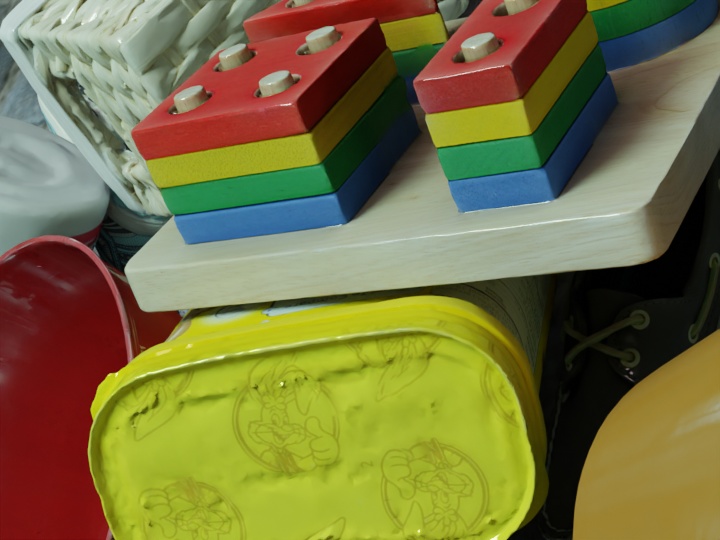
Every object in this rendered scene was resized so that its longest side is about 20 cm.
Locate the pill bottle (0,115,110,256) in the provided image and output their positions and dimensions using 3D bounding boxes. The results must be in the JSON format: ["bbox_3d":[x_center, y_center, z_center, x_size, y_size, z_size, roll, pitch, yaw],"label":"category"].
[{"bbox_3d":[-0.221,0.022,0.911,0.200,0.111,0.111,-66,27,25],"label":"pill bottle"}]

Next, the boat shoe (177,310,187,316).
[{"bbox_3d":[0.000,0.000,0.779,0.200,0.075,0.093,-28,72,8],"label":"boat shoe"}]

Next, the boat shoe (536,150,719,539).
[{"bbox_3d":[0.108,0.021,0.629,0.072,0.060,0.202,-2,57,48],"label":"boat shoe"}]

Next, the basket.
[{"bbox_3d":[-0.059,-0.133,0.841,0.200,0.136,0.123,-47,31,-21],"label":"basket"}]

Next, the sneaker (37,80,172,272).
[{"bbox_3d":[-0.161,-0.059,0.989,0.200,0.078,0.086,-123,46,-54],"label":"sneaker"}]

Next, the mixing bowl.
[{"bbox_3d":[-0.112,0.094,0.707,0.200,0.108,0.200,-23,59,45],"label":"mixing bowl"}]

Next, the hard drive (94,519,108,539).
[{"bbox_3d":[-0.140,0.102,0.854,0.140,0.038,0.200,11,66,52],"label":"hard drive"}]

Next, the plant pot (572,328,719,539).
[{"bbox_3d":[0.161,0.070,0.430,0.183,0.200,0.200,-25,39,57],"label":"plant pot"}]

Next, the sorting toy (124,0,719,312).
[{"bbox_3d":[0.033,-0.074,0.588,0.200,0.070,0.199,-6,28,32],"label":"sorting toy"}]

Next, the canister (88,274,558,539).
[{"bbox_3d":[0.000,0.030,0.610,0.148,0.087,0.200,-11,17,14],"label":"canister"}]
